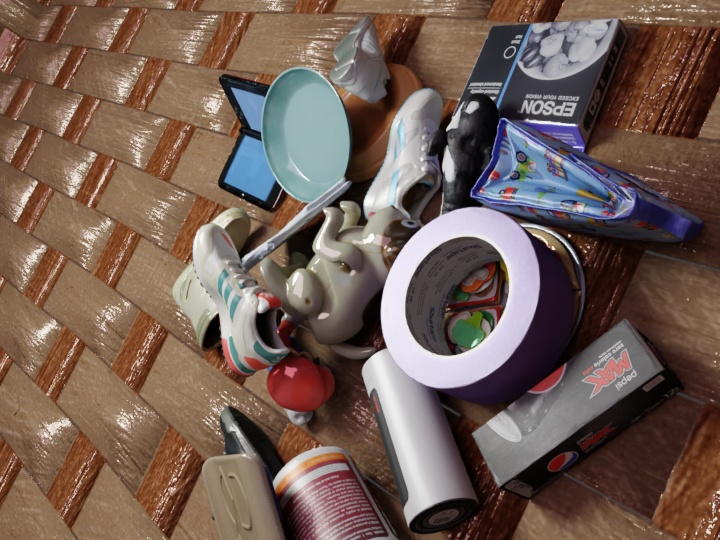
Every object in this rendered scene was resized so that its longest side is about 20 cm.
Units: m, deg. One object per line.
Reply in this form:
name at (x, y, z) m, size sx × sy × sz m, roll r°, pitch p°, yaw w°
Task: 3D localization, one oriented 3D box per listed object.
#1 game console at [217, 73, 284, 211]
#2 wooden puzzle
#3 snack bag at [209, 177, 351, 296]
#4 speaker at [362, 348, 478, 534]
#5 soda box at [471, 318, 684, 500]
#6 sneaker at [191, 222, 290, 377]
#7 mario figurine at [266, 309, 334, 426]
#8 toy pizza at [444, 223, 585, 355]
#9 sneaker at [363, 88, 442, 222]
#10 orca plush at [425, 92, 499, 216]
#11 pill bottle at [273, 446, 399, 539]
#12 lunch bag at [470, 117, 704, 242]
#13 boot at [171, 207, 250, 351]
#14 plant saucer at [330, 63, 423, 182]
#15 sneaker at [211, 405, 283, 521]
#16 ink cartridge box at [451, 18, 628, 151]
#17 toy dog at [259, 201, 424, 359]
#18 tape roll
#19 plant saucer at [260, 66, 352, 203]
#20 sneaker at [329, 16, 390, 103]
game console at (-0.193, -0.221, 1.305) m, size 0.119 × 0.173 × 0.199 m, roll -41°, pitch 40°, yaw -20°
wooden puzzle at (-0.120, 0.303, 0.897) m, size 0.200 × 0.046 × 0.187 m, roll -31°, pitch 75°, yaw 61°
snack bag at (-0.119, -0.045, 1.093) m, size 0.188 × 0.021 × 0.200 m, roll -34°, pitch 7°, yaw 45°
speaker at (0.064, 0.186, 0.872) m, size 0.081 × 0.081 × 0.201 m, roll -37°, pitch 48°, yaw 22°
soda box at (0.213, 0.141, 0.769) m, size 0.200 × 0.063 × 0.071 m, roll -42°, pitch 46°, yaw 18°
sneaker at (-0.142, 0.028, 0.964) m, size 0.093 × 0.070 × 0.202 m, roll -20°, pitch 85°, yaw 34°
mario figurine at (-0.085, 0.126, 1.045) m, size 0.106 × 0.124 × 0.200 m, roll -34°, pitch 32°, yaw -9°
toy pizza at (0.164, 0.034, 0.894) m, size 0.199 × 0.032 × 0.202 m, roll -21°, pitch 56°, yaw 34°
sneaker at (0.078, -0.149, 1.050) m, size 0.080 × 0.076 × 0.202 m, roll 18°, pitch 88°, yaw 39°
orca plush at (0.129, -0.121, 0.928) m, size 0.201 × 0.105 × 0.071 m, roll -60°, pitch 18°, yaw -7°
pill bottle at (-0.018, 0.306, 0.858) m, size 0.113 × 0.113 × 0.200 m, roll -49°, pitch 44°, yaw 11°
lunch bag at (0.242, -0.071, 0.788) m, size 0.199 × 0.150 × 0.095 m, roll 31°, pitch 104°, yaw 43°
boot at (-0.219, 0.014, 1.232) m, size 0.201 × 0.072 × 0.155 m, roll -54°, pitch 43°, yaw 14°
plant saucer at (0.008, -0.232, 1.179) m, size 0.199 × 0.037 × 0.202 m, roll -21°, pitch 55°, yaw 34°
sneaker at (-0.165, 0.278, 1.036) m, size 0.114 × 0.076 × 0.200 m, roll -45°, pitch 50°, yaw 6°
ink cartridge box at (0.214, -0.219, 0.977) m, size 0.197 × 0.043 × 0.202 m, roll 15°, pitch 81°, yaw 46°
toy dog at (0.000, 0.000, 0.986) m, size 0.199 × 0.139 × 0.195 m, roll -32°, pitch 76°, yaw 20°
tape roll at (0.125, 0.039, 0.843) m, size 0.199 × 0.085 × 0.202 m, roll -17°, pitch 62°, yaw 36°
plant saucer at (-0.075, -0.204, 1.161) m, size 0.199 × 0.036 × 0.202 m, roll 16°, pitch 113°, yaw 42°
sneaker at (0.004, -0.312, 1.154) m, size 0.070 × 0.080 × 0.201 m, roll -37°, pitch 28°, yaw 32°
